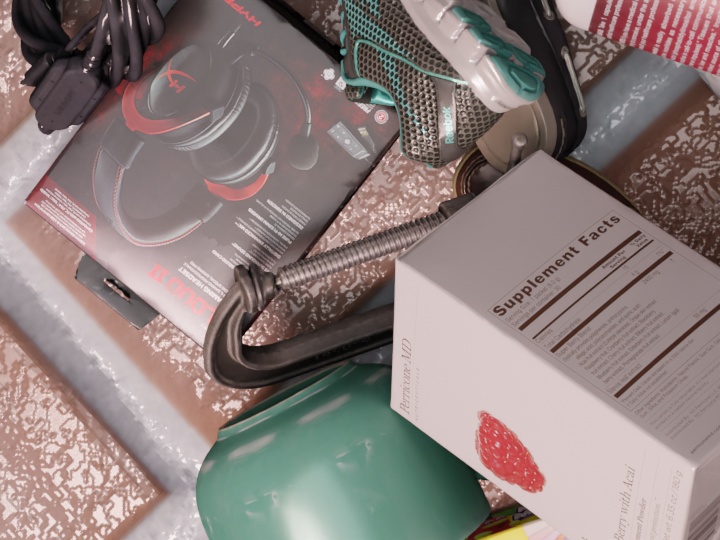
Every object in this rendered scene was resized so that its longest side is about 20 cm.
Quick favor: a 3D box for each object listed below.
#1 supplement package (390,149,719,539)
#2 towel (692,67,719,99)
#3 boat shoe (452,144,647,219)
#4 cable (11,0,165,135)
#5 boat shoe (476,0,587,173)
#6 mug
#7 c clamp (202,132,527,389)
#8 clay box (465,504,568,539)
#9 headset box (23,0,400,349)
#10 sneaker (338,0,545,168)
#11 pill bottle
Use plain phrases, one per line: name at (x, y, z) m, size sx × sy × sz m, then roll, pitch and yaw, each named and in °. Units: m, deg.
supplement package at (0.125, 0.055, 1.240) m, size 0.199 × 0.120 × 0.122 m, roll 35°, pitch 145°, yaw 29°
towel at (0.264, -0.178, 1.334) m, size 0.200 × 0.048 × 0.171 m, roll -42°, pitch 89°, yaw 10°
boat shoe at (0.139, -0.006, 1.357) m, size 0.200 × 0.072 × 0.072 m, roll 38°, pitch 100°, yaw 1°
cable at (-0.146, -0.175, 1.309) m, size 0.050 × 0.200 × 0.165 m, roll 5°, pitch 66°, yaw -21°
boat shoe at (0.075, -0.152, 1.357) m, size 0.072 × 0.062 × 0.202 m, roll -25°, pitch 81°, yaw 41°
mug at (-0.008, 0.115, 1.362) m, size 0.152 × 0.185 × 0.115 m, roll -26°, pitch 93°, yaw 41°
c clamp at (0.000, 0.000, 1.324) m, size 0.199 × 0.171 × 0.027 m, roll -22°, pitch 62°, yaw -7°
clay box at (0.127, 0.191, 1.398) m, size 0.198 × 0.048 × 0.116 m, roll -19°, pitch 99°, yaw 7°
headset box at (-0.086, -0.058, 1.370) m, size 0.148 × 0.075 × 0.200 m, roll 39°, pitch 100°, yaw -2°
sneaker at (0.014, -0.136, 1.298) m, size 0.091 × 0.077 × 0.200 m, roll -49°, pitch 52°, yaw 19°
pill bottle at (0.174, -0.169, 1.266) m, size 0.198 × 0.113 × 0.114 m, roll 19°, pitch 100°, yaw 4°
